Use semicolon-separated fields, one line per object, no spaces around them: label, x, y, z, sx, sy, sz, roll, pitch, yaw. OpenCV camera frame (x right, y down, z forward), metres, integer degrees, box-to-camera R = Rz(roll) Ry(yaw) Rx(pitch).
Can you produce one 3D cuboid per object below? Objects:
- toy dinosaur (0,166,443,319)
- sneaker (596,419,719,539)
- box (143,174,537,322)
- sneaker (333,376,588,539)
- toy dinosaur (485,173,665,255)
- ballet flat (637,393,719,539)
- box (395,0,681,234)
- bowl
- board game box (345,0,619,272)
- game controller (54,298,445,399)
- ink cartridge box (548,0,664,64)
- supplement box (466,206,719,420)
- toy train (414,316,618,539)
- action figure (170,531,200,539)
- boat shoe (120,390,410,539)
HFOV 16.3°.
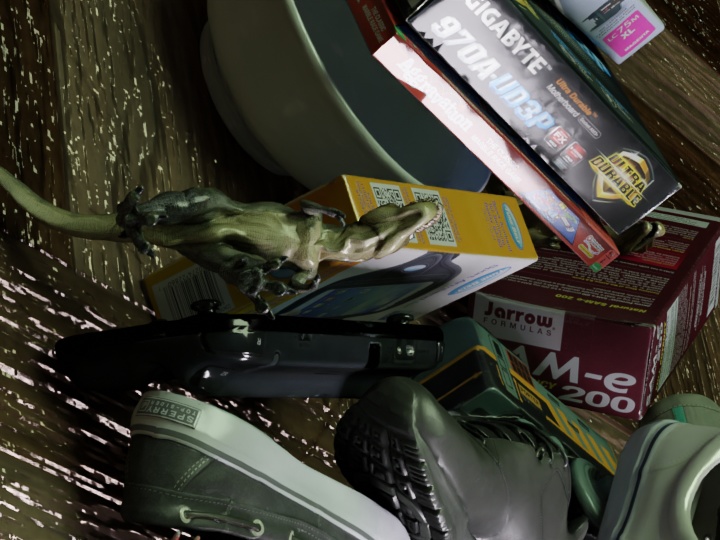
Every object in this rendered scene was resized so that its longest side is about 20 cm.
toy dinosaur;-0.065;-0.016;1.057;0.088;0.199;0.048;-95;-167;-78
sneaker;0.151;0.165;1.256;0.073;0.071;0.201;31;63;-37
box;0.000;0.000;1.218;0.200;0.119;0.042;7;61;-59
sneaker;0.052;0.098;1.188;0.076;0.091;0.200;34;-16;34
toy dinosaur;0.088;-0.045;1.479;0.101;0.058;0.200;5;22;-40
ballet flat;0.205;0.158;1.422;0.064;0.067;0.200;-101;167;-56
box;0.073;-0.127;1.299;0.200;0.046;0.159;41;16;-38
bowl;-0.021;-0.110;1.313;0.201;0.090;0.202;44;32;-36
board game box;0.057;-0.086;1.280;0.200;0.019;0.103;41;15;-39
game controller;-0.046;0.036;1.120;0.200;0.104;0.042;7;86;-60
ink cartridge box;0.084;-0.186;1.305;0.120;0.042;0.200;55;10;24
supplement box;0.139;0.016;1.460;0.200;0.108;0.061;-41;139;-63
toy train;0.092;0.109;1.338;0.200;0.085;0.114;38;26;-42
action figure;-0.061;0.158;0.994;0.200;0.099;0.065;17;50;-53
boat shoe;-0.043;0.116;1.101;0.200;0.070;0.067;44;60;-57
